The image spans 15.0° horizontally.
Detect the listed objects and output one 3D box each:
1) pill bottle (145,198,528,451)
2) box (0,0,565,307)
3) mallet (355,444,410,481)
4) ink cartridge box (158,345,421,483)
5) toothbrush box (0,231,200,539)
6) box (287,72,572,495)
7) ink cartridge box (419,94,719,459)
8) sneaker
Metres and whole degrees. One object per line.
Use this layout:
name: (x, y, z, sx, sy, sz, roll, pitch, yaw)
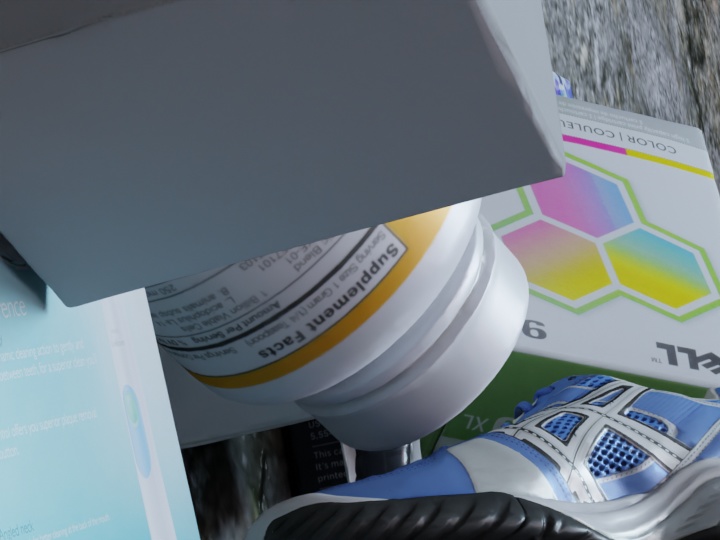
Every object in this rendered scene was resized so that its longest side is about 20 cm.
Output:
pill bottle: (-0.040, -0.038, 0.775, 0.200, 0.109, 0.110, 46, 32, -30)
box: (-0.035, -0.112, 0.622, 0.098, 0.124, 0.201, 56, 24, -55)
mallet: (0.000, 0.000, 0.879, 0.041, 0.065, 0.201, 37, 58, -61)
ink cartridge box: (-0.035, -0.009, 0.934, 0.116, 0.067, 0.201, -19, 96, -73)
toothbrush box: (-0.102, 0.054, 0.631, 0.146, 0.085, 0.201, -11, 89, -74)
box: (0.036, 0.020, 1.087, 0.148, 0.106, 0.201, 12, 66, -72)
ink cartridge box: (0.073, 0.022, 0.915, 0.201, 0.103, 0.060, -94, -159, -50)
sneaker: (0.053, 0.076, 0.804, 0.077, 0.199, 0.076, 57, -41, 45)
